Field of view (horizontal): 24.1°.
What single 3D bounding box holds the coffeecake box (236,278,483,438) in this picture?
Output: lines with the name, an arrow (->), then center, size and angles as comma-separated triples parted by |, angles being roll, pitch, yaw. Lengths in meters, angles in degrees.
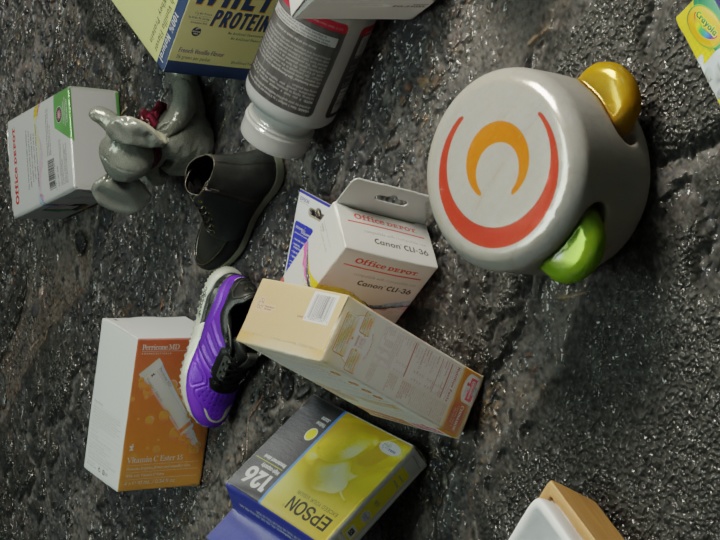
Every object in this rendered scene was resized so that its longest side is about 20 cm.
coffeecake box -> 0.000, 0.089, 1.704 | 0.153, 0.199, 0.073 | 9, 72, 53

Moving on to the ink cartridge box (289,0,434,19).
ink cartridge box -> -0.005, -0.368, 1.761 | 0.084, 0.144, 0.202 | 152, 114, -69

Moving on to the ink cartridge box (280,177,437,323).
ink cartridge box -> 0.000, 0.000, 1.775 | 0.200, 0.116, 0.068 | -55, 36, 38

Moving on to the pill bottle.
pill bottle -> -0.063, -0.228, 1.877 | 0.111, 0.110, 0.201 | 53, 129, 40

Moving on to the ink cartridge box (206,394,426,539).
ink cartridge box -> -0.057, 0.239, 1.816 | 0.197, 0.200, 0.047 | 22, 149, 51

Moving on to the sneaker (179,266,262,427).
sneaker -> -0.159, 0.104, 2.038 | 0.099, 0.069, 0.202 | 25, 110, 48

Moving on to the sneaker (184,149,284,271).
sneaker -> -0.182, -0.077, 2.040 | 0.200, 0.106, 0.075 | -56, 48, 37

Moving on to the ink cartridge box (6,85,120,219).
ink cartridge box -> -0.418, -0.162, 2.382 | 0.199, 0.084, 0.146 | -17, 76, 52

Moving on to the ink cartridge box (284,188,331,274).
ink cartridge box -> -0.051, 0.016, 1.921 | 0.095, 0.037, 0.202 | 29, 115, 51

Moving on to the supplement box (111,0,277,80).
supplement box -> -0.189, -0.369, 2.031 | 0.200, 0.134, 0.201 | 52, 129, 41

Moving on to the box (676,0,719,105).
box -> 0.338, -0.130, 1.325 | 0.048, 0.117, 0.201 | -46, 55, 44

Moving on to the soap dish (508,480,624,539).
soap dish -> 0.204, 0.315, 1.529 | 0.200, 0.081, 0.158 | 54, 130, 39

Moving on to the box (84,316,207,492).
box -> -0.264, 0.167, 2.135 | 0.097, 0.124, 0.202 | 23, 108, 51

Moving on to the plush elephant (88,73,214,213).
plush elephant -> -0.273, -0.162, 2.124 | 0.165, 0.154, 0.201 | -59, 46, 35

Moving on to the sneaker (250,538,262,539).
sneaker -> -0.047, 0.361, 1.886 | 0.077, 0.111, 0.200 | -40, 92, 30

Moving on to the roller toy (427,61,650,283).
roller toy -> 0.166, -0.090, 1.539 | 0.182, 0.139, 0.202 | 3, 90, 43
